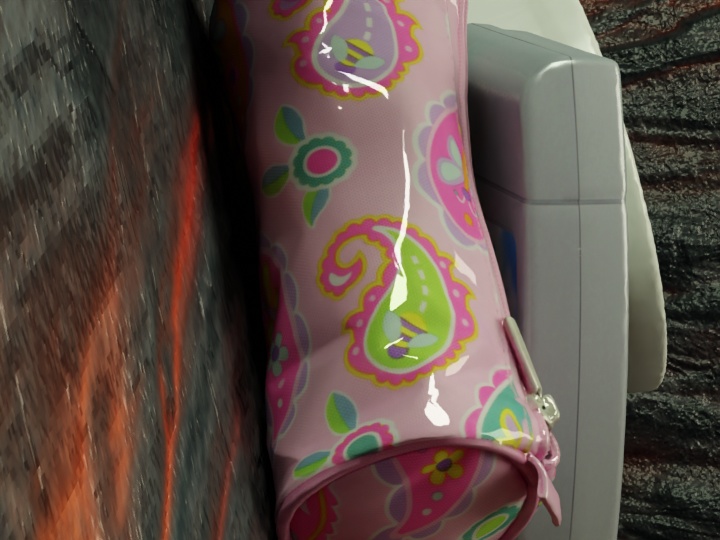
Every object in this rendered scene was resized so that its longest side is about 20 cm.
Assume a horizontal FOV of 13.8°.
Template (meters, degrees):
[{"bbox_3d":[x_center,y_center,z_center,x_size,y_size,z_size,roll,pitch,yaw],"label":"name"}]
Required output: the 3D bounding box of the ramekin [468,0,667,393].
[{"bbox_3d":[0.058,-0.033,1.302,0.200,0.097,0.201,165,-90,-85],"label":"ramekin"}]

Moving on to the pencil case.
[{"bbox_3d":[0.006,-0.006,0.875,0.088,0.087,0.201,70,8,-57],"label":"pencil case"}]

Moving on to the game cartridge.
[{"bbox_3d":[0.048,0.028,0.936,0.133,0.040,0.201,-152,-118,-71],"label":"game cartridge"}]
